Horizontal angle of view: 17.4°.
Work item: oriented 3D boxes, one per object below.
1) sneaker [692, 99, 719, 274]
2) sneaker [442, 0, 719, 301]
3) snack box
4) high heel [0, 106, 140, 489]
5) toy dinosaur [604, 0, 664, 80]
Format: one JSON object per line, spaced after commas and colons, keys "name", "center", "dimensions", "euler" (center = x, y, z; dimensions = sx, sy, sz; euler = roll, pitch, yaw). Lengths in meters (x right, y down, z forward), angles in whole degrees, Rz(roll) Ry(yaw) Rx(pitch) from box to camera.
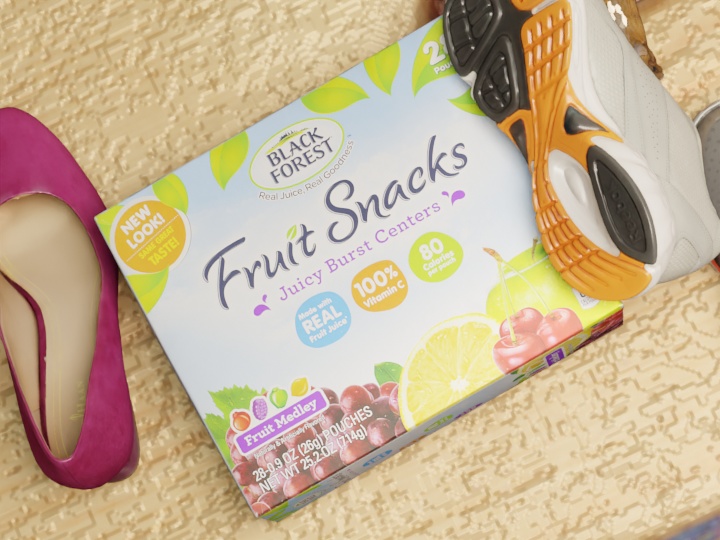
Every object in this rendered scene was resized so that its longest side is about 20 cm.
{"name": "sneaker", "center": [0.209, 0.006, 1.096], "dimensions": [0.077, 0.082, 0.200], "euler": [-22, 80, 4]}
{"name": "sneaker", "center": [0.107, -0.081, 1.095], "dimensions": [0.076, 0.092, 0.200], "euler": [-28, 76, 39]}
{"name": "snack box", "center": [0.000, 0.000, 1.131], "dimensions": [0.200, 0.068, 0.169], "euler": [-29, 79, 1]}
{"name": "high heel", "center": [-0.150, 0.008, 1.134], "dimensions": [0.067, 0.096, 0.200], "euler": [-23, 80, 4]}
{"name": "toy dinosaur", "center": [0.121, -0.184, 1.156], "dimensions": [0.106, 0.060, 0.200], "euler": [11, 83, -26]}
